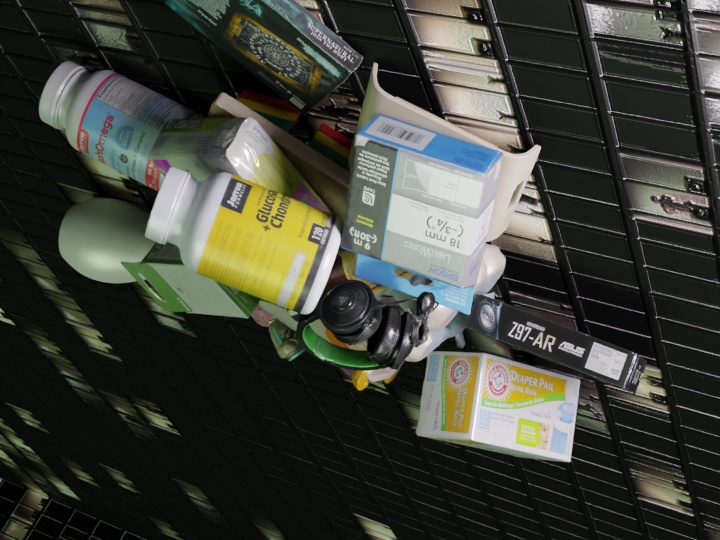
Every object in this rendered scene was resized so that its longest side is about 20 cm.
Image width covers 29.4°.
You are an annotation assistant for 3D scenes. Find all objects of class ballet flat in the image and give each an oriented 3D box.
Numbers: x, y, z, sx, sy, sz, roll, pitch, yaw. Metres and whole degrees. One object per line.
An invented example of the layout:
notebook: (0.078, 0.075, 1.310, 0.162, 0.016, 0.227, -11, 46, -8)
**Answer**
ballet flat: (-0.065, 0.070, 1.911, 0.068, 0.199, 0.076, -37, 81, 27)

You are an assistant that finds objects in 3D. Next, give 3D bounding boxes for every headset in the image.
headset: (0.011, 0.071, 1.520, 0.123, 0.095, 0.199, 32, 141, -28)

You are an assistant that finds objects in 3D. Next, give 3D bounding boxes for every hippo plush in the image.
hippo plush: (0.073, -0.002, 1.651, 0.160, 0.160, 0.199, 41, -159, 16)

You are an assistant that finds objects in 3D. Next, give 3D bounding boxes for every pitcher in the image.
pitcher: (-0.333, -0.031, 2.041, 0.197, 0.123, 0.172, 12, 167, 12)

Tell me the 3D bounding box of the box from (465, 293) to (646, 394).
box: (0.235, 0.089, 1.630, 0.198, 0.044, 0.160, 21, 179, 18)

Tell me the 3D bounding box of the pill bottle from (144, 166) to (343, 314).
pill bottle: (-0.125, -0.038, 1.471, 0.197, 0.113, 0.112, 21, 155, -5)

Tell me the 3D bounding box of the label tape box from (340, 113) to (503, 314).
label tape box: (0.058, -0.044, 1.435, 0.142, 0.063, 0.203, 18, 123, 16)

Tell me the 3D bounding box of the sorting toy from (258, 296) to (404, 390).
sorting toy: (-0.036, 0.070, 1.790, 0.178, 0.108, 0.199, 22, -171, 22)

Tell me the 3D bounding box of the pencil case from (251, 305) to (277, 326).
pencil case: (-0.160, -0.010, 1.907, 0.086, 0.083, 0.201, 29, 162, 48)

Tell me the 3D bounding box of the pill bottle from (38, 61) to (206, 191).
pill bottle: (-0.295, -0.181, 1.709, 0.198, 0.110, 0.109, 26, 155, 9)

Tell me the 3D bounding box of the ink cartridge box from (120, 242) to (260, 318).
ink cartridge box: (-0.222, 0.004, 1.831, 0.198, 0.060, 0.104, 2, 141, 49)

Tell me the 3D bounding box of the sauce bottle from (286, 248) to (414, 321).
sauce bottle: (0.000, 0.000, 1.561, 0.198, 0.067, 0.066, -25, 128, 23)

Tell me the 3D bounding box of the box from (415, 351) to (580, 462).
box: (0.179, 0.175, 1.765, 0.198, 0.114, 0.101, 16, 168, -41)

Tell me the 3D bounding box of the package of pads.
package of pads: (-0.132, -0.089, 1.584, 0.153, 0.069, 0.200, 4, 144, 44)

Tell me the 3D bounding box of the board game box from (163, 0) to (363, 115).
board game box: (-0.105, -0.257, 1.459, 0.199, 0.028, 0.135, 38, 154, -14)

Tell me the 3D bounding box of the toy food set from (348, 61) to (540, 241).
toy food set: (0.085, -0.127, 1.474, 0.198, 0.061, 0.144, 26, 143, 6)

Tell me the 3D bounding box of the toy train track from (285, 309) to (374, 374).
toy train track: (-0.047, 0.045, 1.671, 0.201, 0.032, 0.115, 50, 125, 14)

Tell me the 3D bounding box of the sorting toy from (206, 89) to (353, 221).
sorting toy: (-0.092, -0.128, 1.633, 0.197, 0.070, 0.200, 32, 155, -3)
